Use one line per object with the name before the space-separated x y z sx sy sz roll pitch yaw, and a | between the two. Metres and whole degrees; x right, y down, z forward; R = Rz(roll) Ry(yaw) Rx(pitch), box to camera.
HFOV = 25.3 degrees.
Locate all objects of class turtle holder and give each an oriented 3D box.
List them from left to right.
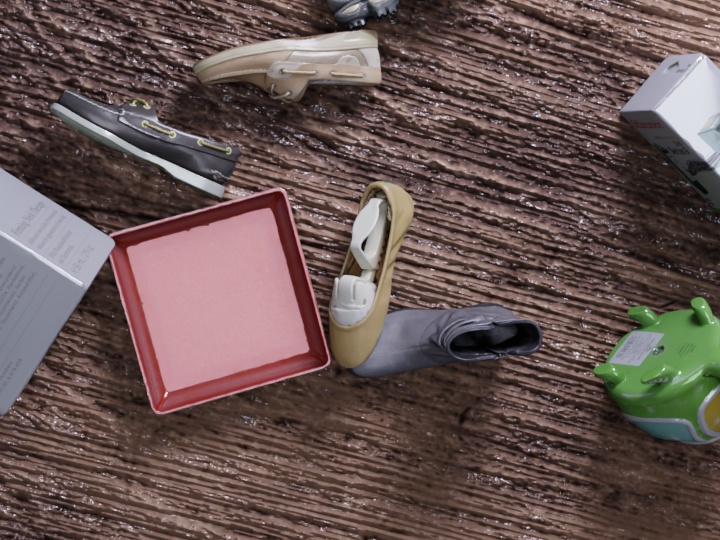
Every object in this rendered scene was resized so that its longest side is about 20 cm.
turtle holder | 0.357 0.113 1.712 0.185 0.141 0.132 -21 118 32

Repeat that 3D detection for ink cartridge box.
ink cartridge box | 0.385 -0.131 1.708 0.200 0.146 0.084 44 90 -7

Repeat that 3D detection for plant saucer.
plant saucer | -0.151 0.032 1.712 0.199 0.037 0.201 -16 96 -6

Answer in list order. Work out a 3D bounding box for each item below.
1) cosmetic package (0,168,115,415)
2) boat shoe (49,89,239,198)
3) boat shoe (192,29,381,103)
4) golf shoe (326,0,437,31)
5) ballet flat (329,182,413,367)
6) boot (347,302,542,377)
cosmetic package | -0.381 0.004 1.602 0.199 0.167 0.167 33 104 -8
boat shoe | -0.224 -0.144 1.676 0.200 0.072 0.061 26 87 -15
boat shoe | -0.075 -0.210 1.685 0.199 0.071 0.065 -9 94 -7
golf shoe | 0.055 -0.325 1.690 0.199 0.078 0.095 -20 90 -9
ballet flat | 0.000 0.000 1.689 0.068 0.063 0.201 7 75 31
boot | 0.083 0.073 1.693 0.199 0.132 0.070 -15 96 -5
